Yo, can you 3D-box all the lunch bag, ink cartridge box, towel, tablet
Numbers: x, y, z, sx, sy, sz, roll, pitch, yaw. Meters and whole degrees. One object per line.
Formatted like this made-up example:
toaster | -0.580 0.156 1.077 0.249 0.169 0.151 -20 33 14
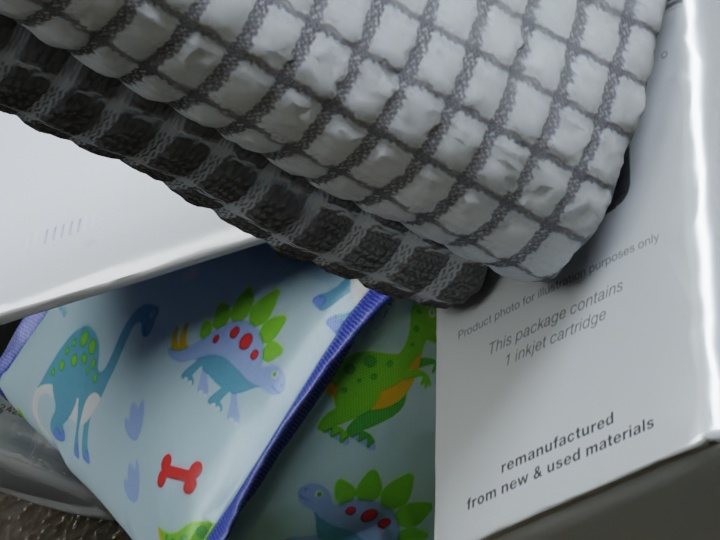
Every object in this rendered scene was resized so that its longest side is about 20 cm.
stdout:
lunch bag | 0.000 0.000 0.833 0.200 0.127 0.170 -56 34 4
ink cartridge box | 0.095 -0.011 0.655 0.083 0.145 0.200 -29 47 39
towel | -0.014 -0.110 0.591 0.086 0.165 0.200 -18 53 51
tablet | -0.025 -0.046 0.793 0.200 0.014 0.130 -17 32 11

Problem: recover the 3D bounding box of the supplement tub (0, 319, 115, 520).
supplement tub | -0.098 -0.023 0.973 0.122 0.122 0.200 4 71 53
